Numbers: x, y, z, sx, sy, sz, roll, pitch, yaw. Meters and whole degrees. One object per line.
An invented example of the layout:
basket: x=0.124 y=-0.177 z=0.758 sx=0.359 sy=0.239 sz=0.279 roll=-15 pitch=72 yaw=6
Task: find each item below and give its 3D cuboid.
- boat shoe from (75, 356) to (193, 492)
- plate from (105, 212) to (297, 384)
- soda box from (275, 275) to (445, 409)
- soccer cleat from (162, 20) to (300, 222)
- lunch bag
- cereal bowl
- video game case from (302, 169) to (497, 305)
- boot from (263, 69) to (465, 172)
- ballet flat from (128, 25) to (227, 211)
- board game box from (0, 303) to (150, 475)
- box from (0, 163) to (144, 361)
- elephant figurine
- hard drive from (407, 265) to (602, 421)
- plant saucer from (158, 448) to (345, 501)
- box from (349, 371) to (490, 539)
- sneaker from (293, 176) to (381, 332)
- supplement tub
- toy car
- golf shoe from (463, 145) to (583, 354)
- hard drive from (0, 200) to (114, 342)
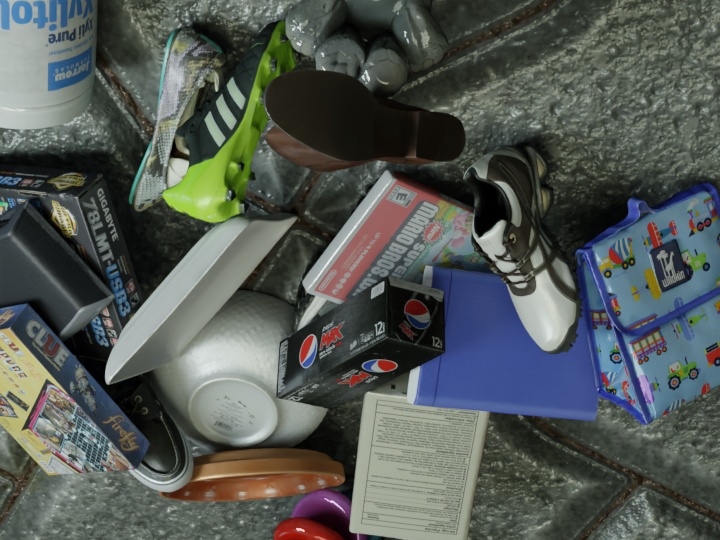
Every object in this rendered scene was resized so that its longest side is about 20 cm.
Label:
boat shoe: x=-0.239 y=0.139 z=1.473 sx=0.069 sy=0.200 sz=0.057 roll=-33 pitch=155 yaw=-10
plate: x=-0.152 y=0.015 z=1.349 sx=0.032 sy=0.200 sz=0.200 roll=43 pitch=99 yaw=5
soda box: x=-0.002 y=0.073 z=1.378 sx=0.071 sy=0.063 sz=0.200 roll=15 pitch=152 yaw=-30
soccer cleat: x=-0.115 y=-0.138 z=1.276 sx=0.081 sy=0.200 sz=0.068 roll=12 pitch=160 yaw=24
lunch bag: x=0.286 y=0.018 z=1.370 sx=0.150 sy=0.094 sz=0.200 roll=-26 pitch=113 yaw=-14
cereal bowl: x=-0.126 y=0.123 z=1.508 sx=0.199 sy=0.083 sz=0.200 roll=2 pitch=125 yaw=3
video game case: x=0.061 y=-0.007 z=1.381 sx=0.200 sy=0.017 sz=0.143 roll=20 pitch=118 yaw=-36
boot: x=-0.039 y=-0.117 z=1.189 sx=0.186 sy=0.200 sz=0.064 roll=14 pitch=87 yaw=-32
ballet flat: x=-0.164 y=-0.127 z=1.340 sx=0.072 sy=0.072 sz=0.201 roll=16 pitch=124 yaw=-6
board game box: x=-0.313 y=0.120 z=1.406 sx=0.135 sy=0.035 sz=0.200 roll=-9 pitch=128 yaw=38
box: x=-0.313 y=-0.008 z=1.413 sx=0.198 sy=0.050 sz=0.200 roll=6 pitch=128 yaw=28
elephant figurine: x=-0.004 y=-0.213 z=1.246 sx=0.155 sy=0.200 sz=0.142 roll=-43 pitch=97 yaw=1
hard drive: x=0.148 y=0.073 z=1.402 sx=0.199 sy=0.025 sz=0.132 roll=7 pitch=91 yaw=-23
plant saucer: x=-0.117 y=0.218 z=1.545 sx=0.200 sy=0.032 sz=0.200 roll=-5 pitch=165 yaw=-1
box: x=0.062 y=0.175 z=1.509 sx=0.127 sy=0.109 sz=0.200 roll=7 pitch=126 yaw=0
sneaker: x=0.000 y=0.000 z=1.417 sx=0.079 sy=0.074 sz=0.200 roll=30 pitch=122 yaw=-21
supplement tub: x=-0.292 y=-0.238 z=1.241 sx=0.132 sy=0.132 sz=0.200 roll=8 pitch=126 yaw=0
toy car: x=-0.037 y=0.316 z=1.579 sx=0.175 sy=0.200 sz=0.150 roll=0 pitch=110 yaw=30
golf shoe: x=0.141 y=-0.014 z=1.333 sx=0.078 sy=0.094 sz=0.201 roll=-15 pitch=89 yaw=50
hard drive: x=-0.334 y=0.024 z=1.389 sx=0.135 sy=0.042 sz=0.200 roll=49 pitch=136 yaw=-11
